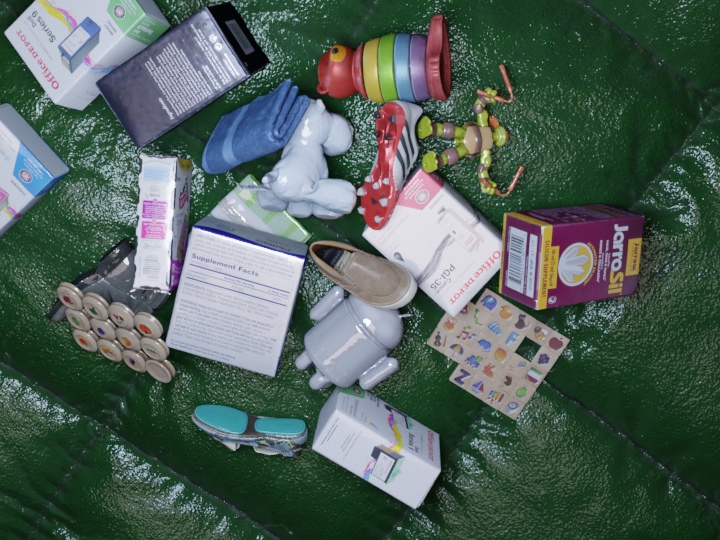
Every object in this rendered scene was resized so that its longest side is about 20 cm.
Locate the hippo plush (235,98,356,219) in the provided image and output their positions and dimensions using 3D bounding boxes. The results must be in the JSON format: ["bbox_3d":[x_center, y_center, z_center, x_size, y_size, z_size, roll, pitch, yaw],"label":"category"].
[{"bbox_3d":[-0.094,-0.177,1.648,0.199,0.159,0.163,15,77,-35],"label":"hippo plush"}]

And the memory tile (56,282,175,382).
[{"bbox_3d":[-0.387,0.100,1.695,0.198,0.017,0.154,18,139,20],"label":"memory tile"}]

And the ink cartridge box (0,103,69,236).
[{"bbox_3d":[-0.589,-0.141,1.701,0.200,0.085,0.145,-40,100,14],"label":"ink cartridge box"}]

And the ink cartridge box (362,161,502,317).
[{"bbox_3d":[0.123,-0.050,1.686,0.200,0.083,0.147,41,103,-6],"label":"ink cartridge box"}]

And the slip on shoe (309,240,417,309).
[{"bbox_3d":[0.000,0.000,1.662,0.076,0.199,0.061,-56,139,-6],"label":"slip on shoe"}]

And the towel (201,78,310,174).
[{"bbox_3d":[-0.164,-0.209,1.599,0.048,0.112,0.199,40,149,-28],"label":"towel"}]

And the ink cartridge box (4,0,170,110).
[{"bbox_3d":[-0.410,-0.362,1.609,0.200,0.087,0.146,-39,80,15],"label":"ink cartridge box"}]

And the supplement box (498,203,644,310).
[{"bbox_3d":[0.320,-0.024,1.633,0.198,0.103,0.132,-8,107,-28],"label":"supplement box"}]

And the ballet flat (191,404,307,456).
[{"bbox_3d":[-0.189,0.278,1.808,0.198,0.074,0.075,10,106,4],"label":"ballet flat"}]

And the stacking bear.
[{"bbox_3d":[0.031,-0.303,1.612,0.198,0.123,0.114,-1,151,13],"label":"stacking bear"}]

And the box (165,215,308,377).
[{"bbox_3d":[-0.192,0.038,1.690,0.182,0.105,0.202,16,104,0],"label":"box"}]

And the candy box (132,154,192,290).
[{"bbox_3d":[-0.304,-0.075,1.659,0.060,0.136,0.202,3,94,1],"label":"candy box"}]

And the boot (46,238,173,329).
[{"bbox_3d":[-0.408,0.054,1.759,0.199,0.068,0.131,-38,106,13],"label":"boot"}]

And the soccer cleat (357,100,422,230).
[{"bbox_3d":[0.050,-0.157,1.610,0.068,0.085,0.202,25,116,38],"label":"soccer cleat"}]

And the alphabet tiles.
[{"bbox_3d":[0.218,0.131,1.773,0.199,0.008,0.168,31,105,-5],"label":"alphabet tiles"}]

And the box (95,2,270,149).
[{"bbox_3d":[-0.257,-0.291,1.583,0.199,0.197,0.118,-32,101,11],"label":"box"}]

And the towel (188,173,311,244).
[{"bbox_3d":[-0.196,-0.037,1.737,0.149,0.031,0.200,43,103,-9],"label":"towel"}]

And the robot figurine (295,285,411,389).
[{"bbox_3d":[-0.011,0.108,1.723,0.200,0.113,0.170,-42,79,12],"label":"robot figurine"}]

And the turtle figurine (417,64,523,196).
[{"bbox_3d":[0.167,-0.209,1.640,0.160,0.064,0.202,-8,105,-25],"label":"turtle figurine"}]

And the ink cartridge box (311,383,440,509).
[{"bbox_3d":[0.030,0.280,1.752,0.199,0.145,0.084,31,105,-6],"label":"ink cartridge box"}]
